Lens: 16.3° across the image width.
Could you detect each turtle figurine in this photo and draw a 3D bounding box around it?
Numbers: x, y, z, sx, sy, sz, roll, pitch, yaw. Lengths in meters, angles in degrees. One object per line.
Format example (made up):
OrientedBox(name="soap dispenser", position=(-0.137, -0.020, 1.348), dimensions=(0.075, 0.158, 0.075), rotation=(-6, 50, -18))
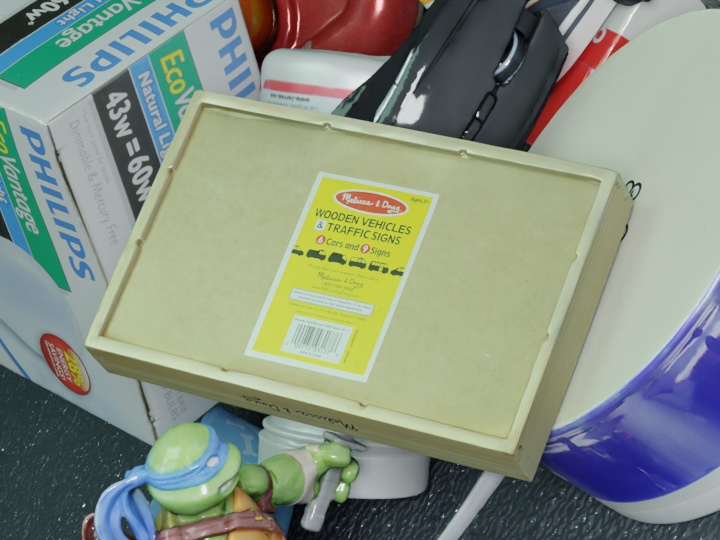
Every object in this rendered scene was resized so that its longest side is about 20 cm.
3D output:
OrientedBox(name="turtle figurine", position=(-0.006, 0.135, 1.064), dimensions=(0.199, 0.195, 0.144), rotation=(-29, 38, -26))

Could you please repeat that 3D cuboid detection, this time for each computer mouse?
OrientedBox(name="computer mouse", position=(0.033, -0.094, 1.061), dimensions=(0.200, 0.140, 0.046), rotation=(-45, 35, 6))

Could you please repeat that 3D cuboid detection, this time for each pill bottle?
OrientedBox(name="pill bottle", position=(0.000, 0.000, 1.178), dimensions=(0.109, 0.108, 0.202), rotation=(-161, 75, -66))

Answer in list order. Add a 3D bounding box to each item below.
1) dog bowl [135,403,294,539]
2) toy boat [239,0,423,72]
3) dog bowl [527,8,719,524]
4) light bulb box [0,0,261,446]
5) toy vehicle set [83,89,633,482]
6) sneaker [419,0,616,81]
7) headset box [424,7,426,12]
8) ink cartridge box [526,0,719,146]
OrientedBox(name="dog bowl", position=(-0.073, 0.143, 1.206), dimensions=(0.200, 0.049, 0.112), rotation=(-60, -16, -65))
OrientedBox(name="toy boat", position=(-0.073, -0.130, 1.317), dimensions=(0.200, 0.130, 0.131), rotation=(-37, 74, 25))
OrientedBox(name="dog bowl", position=(0.129, -0.003, 1.029), dimensions=(0.200, 0.079, 0.201), rotation=(-44, 29, 32))
OrientedBox(name="light bulb box", position=(-0.143, -0.049, 1.249), dimensions=(0.125, 0.199, 0.199), rotation=(-38, 40, -29))
OrientedBox(name="toy vehicle set", position=(-0.003, 0.002, 1.012), dimensions=(0.199, 0.027, 0.125), rotation=(13, 68, 27))
OrientedBox(name="sneaker", position=(0.102, -0.178, 1.117), dimensions=(0.201, 0.079, 0.078), rotation=(-55, 23, 8))
OrientedBox(name="headset box", position=(0.001, -0.191, 1.476), dimensions=(0.200, 0.092, 0.175), rotation=(-19, 47, 55))
OrientedBox(name="ink cartridge box", position=(0.141, -0.137, 1.173), dimensions=(0.201, 0.067, 0.116), rotation=(-58, 23, 4))
